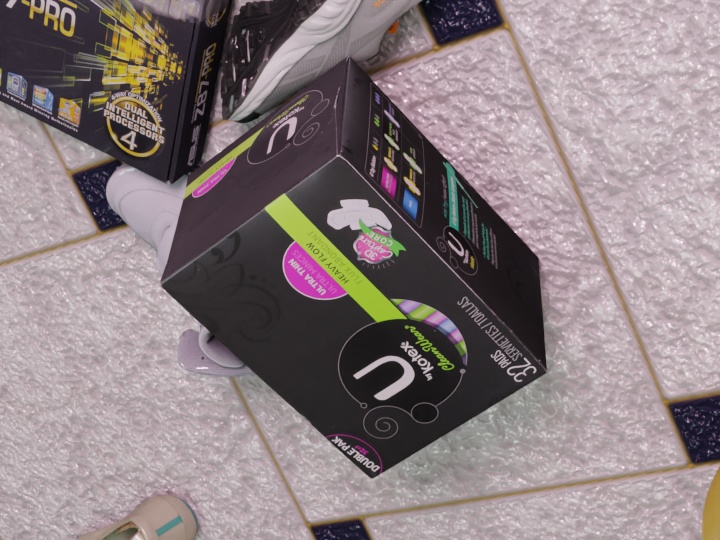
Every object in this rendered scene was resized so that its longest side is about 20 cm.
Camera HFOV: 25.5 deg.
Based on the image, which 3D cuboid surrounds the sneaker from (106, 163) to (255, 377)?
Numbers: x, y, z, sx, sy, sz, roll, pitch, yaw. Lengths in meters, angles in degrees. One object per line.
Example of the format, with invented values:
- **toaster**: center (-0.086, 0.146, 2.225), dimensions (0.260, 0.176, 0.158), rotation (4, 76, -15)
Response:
- **sneaker**: center (-0.108, 0.000, 1.104), dimensions (0.199, 0.115, 0.075), rotation (32, 127, 7)

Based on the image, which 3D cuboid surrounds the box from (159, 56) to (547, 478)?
- **box**: center (0.000, 0.000, 0.997), dimensions (0.148, 0.125, 0.200), rotation (-34, 117, 24)

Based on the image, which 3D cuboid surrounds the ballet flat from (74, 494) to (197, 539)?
- **ballet flat**: center (-0.212, 0.249, 1.335), dimensions (0.069, 0.070, 0.200), rotation (45, 128, -3)

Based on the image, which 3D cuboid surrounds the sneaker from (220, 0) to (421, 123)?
- **sneaker**: center (-0.029, -0.146, 1.007), dimensions (0.079, 0.074, 0.200), rotation (14, 150, -30)

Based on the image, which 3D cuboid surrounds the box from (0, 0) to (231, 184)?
- **box**: center (-0.188, -0.171, 1.085), dimensions (0.199, 0.049, 0.162), rotation (27, 125, 14)

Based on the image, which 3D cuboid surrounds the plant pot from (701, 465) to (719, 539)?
- **plant pot**: center (0.293, 0.197, 0.978), dimensions (0.200, 0.201, 0.189), rotation (27, 141, 10)
